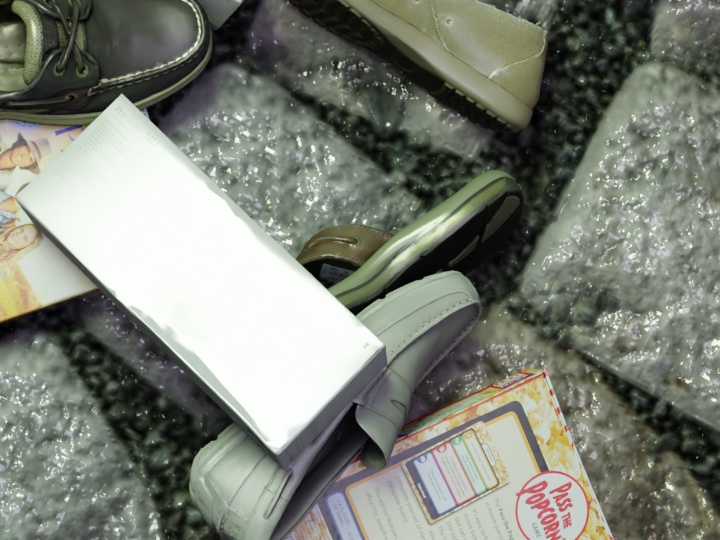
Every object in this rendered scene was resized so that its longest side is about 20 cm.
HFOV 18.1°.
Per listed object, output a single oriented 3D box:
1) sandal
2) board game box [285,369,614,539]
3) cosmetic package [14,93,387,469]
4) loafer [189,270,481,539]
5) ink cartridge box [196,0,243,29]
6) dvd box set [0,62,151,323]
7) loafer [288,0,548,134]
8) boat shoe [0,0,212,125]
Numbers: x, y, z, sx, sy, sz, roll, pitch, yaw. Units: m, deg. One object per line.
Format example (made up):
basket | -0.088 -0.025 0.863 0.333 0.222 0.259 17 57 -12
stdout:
sandal | 0.001 0.000 1.278 0.200 0.080 0.057 -33 68 -13
board game box | 0.042 0.165 1.286 0.199 0.046 0.152 -23 93 -11
cosmetic package | -0.084 0.006 1.199 0.083 0.051 0.200 -44 77 -7
loafer | -0.003 0.079 1.238 0.200 0.070 0.070 -42 62 -14
ink cartridge box | -0.106 -0.201 1.187 0.145 0.200 0.048 37 81 -8
dvd box set | -0.207 -0.043 1.248 0.199 0.029 0.147 -18 91 -12
loafer | 0.024 -0.155 1.282 0.200 0.076 0.068 36 79 -17
boat shoe | -0.174 -0.115 1.209 0.199 0.065 0.074 -12 81 -12
